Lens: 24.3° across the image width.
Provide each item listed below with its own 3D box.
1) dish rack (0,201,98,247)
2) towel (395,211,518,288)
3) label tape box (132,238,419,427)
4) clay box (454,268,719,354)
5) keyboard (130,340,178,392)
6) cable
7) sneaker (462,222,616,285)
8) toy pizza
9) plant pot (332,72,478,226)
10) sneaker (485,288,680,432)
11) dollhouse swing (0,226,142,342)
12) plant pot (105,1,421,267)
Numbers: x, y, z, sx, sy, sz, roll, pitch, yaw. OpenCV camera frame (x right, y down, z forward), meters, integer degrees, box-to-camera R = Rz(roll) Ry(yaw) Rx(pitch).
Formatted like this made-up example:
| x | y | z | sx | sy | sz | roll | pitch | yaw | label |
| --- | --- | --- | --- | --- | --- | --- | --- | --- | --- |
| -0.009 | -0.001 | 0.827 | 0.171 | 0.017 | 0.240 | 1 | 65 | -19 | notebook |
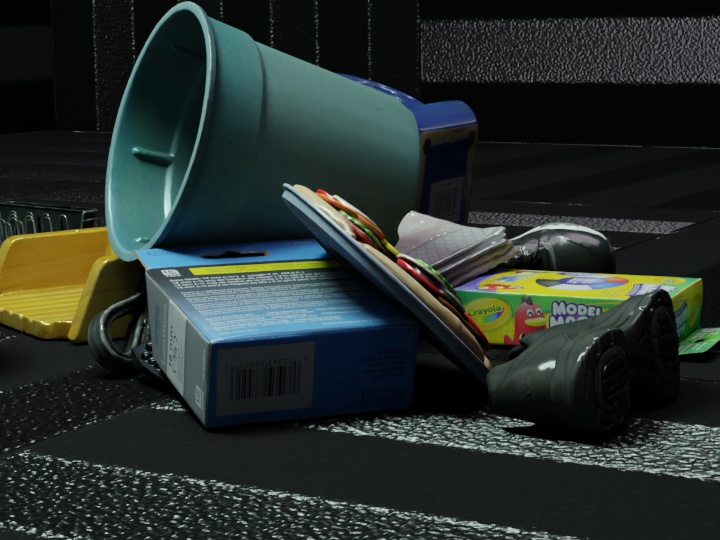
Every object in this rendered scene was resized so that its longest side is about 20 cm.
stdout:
| x | y | z | sx | sy | sz | roll | pitch | yaw | label |
| --- | --- | --- | --- | --- | --- | --- | --- | --- | --- |
| -0.399 | -0.036 | 1.800 | 0.153 | 0.055 | 0.200 | 5 | 10 | 37 | dish rack |
| 0.000 | 0.000 | 1.404 | 0.200 | 0.032 | 0.191 | -27 | 22 | -30 | towel |
| -0.064 | 0.038 | 1.149 | 0.144 | 0.063 | 0.200 | -4 | 18 | -21 | label tape box |
| 0.184 | 0.031 | 1.315 | 0.200 | 0.048 | 0.115 | 2 | 9 | 24 | clay box |
| -0.081 | 0.032 | 1.233 | 0.200 | 0.040 | 0.104 | -18 | 25 | -36 | keyboard |
| -0.151 | 0.018 | 1.288 | 0.050 | 0.097 | 0.200 | -25 | -2 | 20 | cable |
| 0.118 | 0.010 | 1.439 | 0.200 | 0.076 | 0.088 | -5 | 15 | 24 | sneaker |
| 0.025 | 0.004 | 1.148 | 0.200 | 0.032 | 0.200 | 43 | -2 | 2 | toy pizza |
| 0.003 | -0.083 | 1.630 | 0.179 | 0.201 | 0.200 | 11 | 13 | 25 | plant pot |
| 0.148 | 0.056 | 1.090 | 0.091 | 0.076 | 0.200 | -4 | 3 | 31 | sneaker |
| -0.218 | -0.045 | 1.440 | 0.181 | 0.176 | 0.200 | -6 | 11 | -33 | dollhouse swing |
| -0.071 | -0.086 | 1.303 | 0.196 | 0.201 | 0.200 | 12 | 2 | -26 | plant pot |
